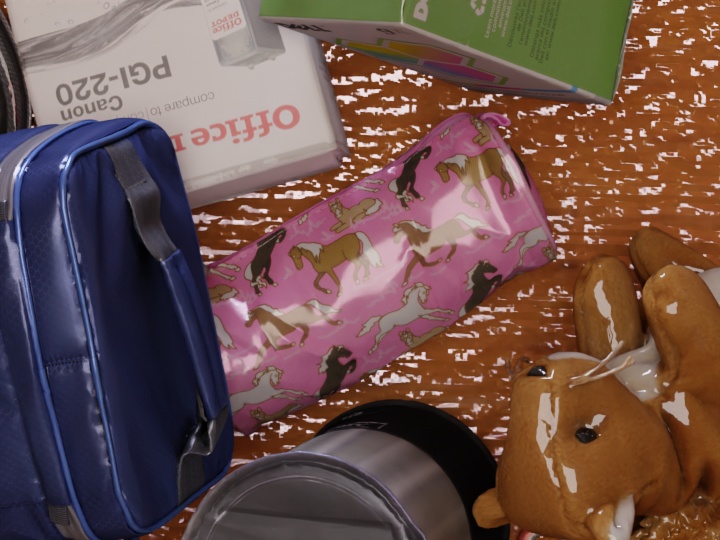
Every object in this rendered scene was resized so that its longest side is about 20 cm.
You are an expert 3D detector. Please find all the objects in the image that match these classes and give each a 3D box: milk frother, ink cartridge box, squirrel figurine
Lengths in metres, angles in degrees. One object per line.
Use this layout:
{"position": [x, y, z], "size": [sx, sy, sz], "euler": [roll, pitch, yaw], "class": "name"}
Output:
{"position": [-0.003, 0.181, 1.100], "size": [0.180, 0.188, 0.201], "euler": [-36, 85, 15], "class": "milk frother"}
{"position": [0.024, -0.131, 1.098], "size": [0.103, 0.199, 0.060], "euler": [10, 86, 48], "class": "ink cartridge box"}
{"position": [0.146, 0.091, 1.097], "size": [0.186, 0.141, 0.202], "euler": [-32, 118, -38], "class": "squirrel figurine"}
{"position": [-0.100, -0.132, 1.170], "size": [0.144, 0.085, 0.202], "euler": [-15, 90, 4], "class": "ink cartridge box"}

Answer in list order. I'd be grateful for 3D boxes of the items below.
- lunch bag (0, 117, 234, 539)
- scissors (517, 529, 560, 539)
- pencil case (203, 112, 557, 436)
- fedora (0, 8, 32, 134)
{"position": [-0.133, 0.036, 1.069], "size": [0.131, 0.136, 0.202], "euler": [-8, 101, 22], "class": "lunch bag"}
{"position": [0.108, 0.227, 1.180], "size": [0.073, 0.014, 0.201], "euler": [-22, 86, 1], "class": "scissors"}
{"position": [0.000, 0.000, 1.162], "size": [0.199, 0.087, 0.083], "euler": [-29, 45, 2], "class": "pencil case"}
{"position": [-0.263, -0.092, 1.175], "size": [0.177, 0.090, 0.200], "euler": [-44, 86, 1], "class": "fedora"}
